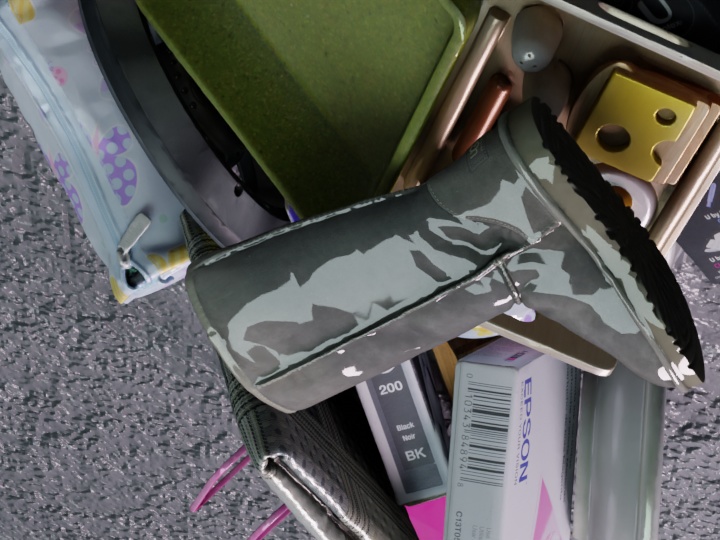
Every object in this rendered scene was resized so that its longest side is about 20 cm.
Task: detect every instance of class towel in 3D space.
[{"bbox_3d":[-0.032,0.080,1.327,0.034,0.193,0.200,-31,138,10],"label":"towel"}]

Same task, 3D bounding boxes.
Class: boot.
[{"bbox_3d":[0.042,0.024,1.154,0.199,0.073,0.182,-32,108,19],"label":"boot"}]

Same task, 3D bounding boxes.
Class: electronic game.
[{"bbox_3d":[-0.094,-0.089,1.334,0.041,0.200,0.200,-30,124,14],"label":"electronic game"}]

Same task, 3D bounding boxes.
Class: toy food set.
[{"bbox_3d":[0.098,-0.045,1.167,0.143,0.061,0.200,23,132,-5],"label":"toy food set"}]

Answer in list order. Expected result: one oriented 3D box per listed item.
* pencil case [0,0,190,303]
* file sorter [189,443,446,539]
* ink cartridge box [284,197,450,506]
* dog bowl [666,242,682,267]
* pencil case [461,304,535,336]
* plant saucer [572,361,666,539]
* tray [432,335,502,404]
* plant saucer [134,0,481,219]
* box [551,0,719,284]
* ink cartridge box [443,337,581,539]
[{"bbox_3d":[-0.148,-0.081,1.383,0.083,0.091,0.201,-27,91,46],"label":"pencil case"},{"bbox_3d":[-0.001,0.177,1.579,0.200,0.125,0.139,46,160,4],"label":"file sorter"},{"bbox_3d":[0.000,0.000,1.377,0.043,0.198,0.201,-18,119,4],"label":"ink cartridge box"},{"bbox_3d":[0.101,-0.049,1.386,0.199,0.059,0.201,13,141,11],"label":"dog bowl"},{"bbox_3d":[0.055,-0.063,1.271,0.090,0.083,0.201,13,131,34],"label":"pencil case"},{"bbox_3d":[0.154,0.108,1.429,0.050,0.201,0.201,4,141,5],"label":"plant saucer"},{"bbox_3d":[0.081,0.081,1.524,0.037,0.099,0.201,-24,134,-5],"label":"tray"},{"bbox_3d":[-0.020,-0.135,1.175,0.200,0.048,0.200,52,146,18],"label":"plant saucer"},{"bbox_3d":[0.178,-0.109,1.219,0.106,0.123,0.200,-19,127,37],"label":"box"},{"bbox_3d":[0.096,0.134,1.397,0.043,0.200,0.198,7,100,21],"label":"ink cartridge box"}]
